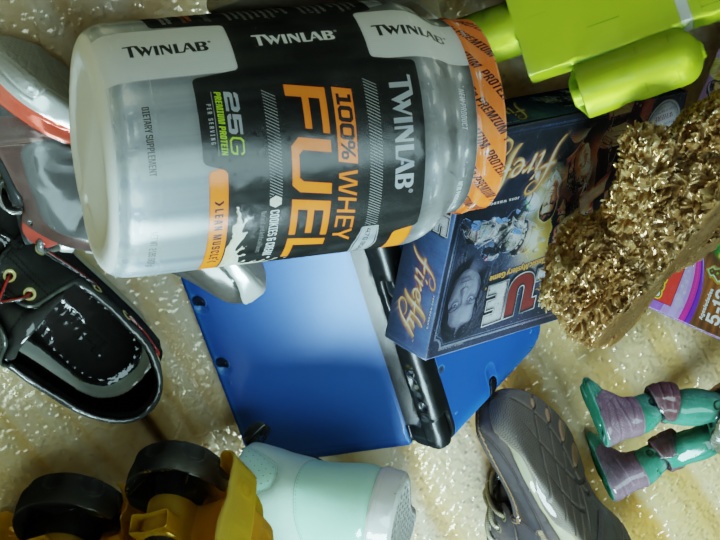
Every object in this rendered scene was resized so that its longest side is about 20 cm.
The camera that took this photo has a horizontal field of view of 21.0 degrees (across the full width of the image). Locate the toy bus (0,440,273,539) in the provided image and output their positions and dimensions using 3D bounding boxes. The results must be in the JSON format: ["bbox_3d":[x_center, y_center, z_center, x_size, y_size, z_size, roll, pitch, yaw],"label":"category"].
[{"bbox_3d":[-0.107,0.210,1.105,0.199,0.137,0.192,-20,131,32],"label":"toy bus"}]

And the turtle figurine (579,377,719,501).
[{"bbox_3d":[0.243,0.078,1.249,0.198,0.101,0.151,-19,121,-6],"label":"turtle figurine"}]

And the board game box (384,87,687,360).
[{"bbox_3d":[0.104,-0.034,1.120,0.199,0.034,0.137,-15,124,-44],"label":"board game box"}]

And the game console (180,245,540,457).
[{"bbox_3d":[0.000,0.000,1.152,0.171,0.118,0.201,-43,130,-35],"label":"game console"}]

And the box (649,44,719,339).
[{"bbox_3d":[0.254,-0.051,1.146,0.039,0.136,0.202,4,108,-65],"label":"box"}]

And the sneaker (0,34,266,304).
[{"bbox_3d":[-0.140,-0.038,1.038,0.200,0.077,0.082,39,105,-13],"label":"sneaker"}]

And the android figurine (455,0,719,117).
[{"bbox_3d":[0.132,-0.179,1.046,0.198,0.041,0.184,-16,85,10],"label":"android figurine"}]

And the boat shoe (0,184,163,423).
[{"bbox_3d":[-0.185,0.012,1.058,0.074,0.063,0.201,-46,121,7],"label":"boat shoe"}]

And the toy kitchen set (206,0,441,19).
[{"bbox_3d":[-0.006,-0.229,0.964,0.162,0.182,0.200,-14,165,21],"label":"toy kitchen set"}]

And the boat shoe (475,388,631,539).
[{"bbox_3d":[0.112,0.158,1.237,0.073,0.075,0.201,-16,126,23],"label":"boat shoe"}]

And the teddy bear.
[{"bbox_3d":[0.173,-0.048,1.074,0.145,0.067,0.201,-16,147,-53],"label":"teddy bear"}]

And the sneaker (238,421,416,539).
[{"bbox_3d":[-0.030,0.156,1.183,0.117,0.074,0.201,14,153,9],"label":"sneaker"}]

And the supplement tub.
[{"bbox_3d":[-0.036,-0.067,0.953,0.198,0.123,0.124,-8,118,-16],"label":"supplement tub"}]
